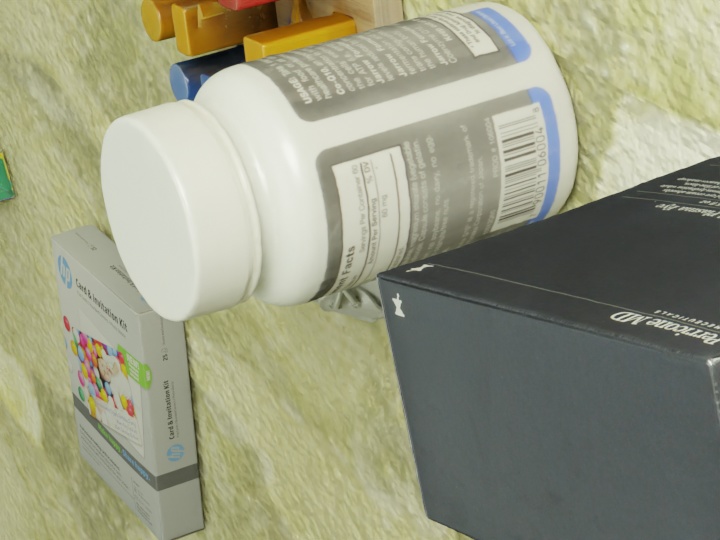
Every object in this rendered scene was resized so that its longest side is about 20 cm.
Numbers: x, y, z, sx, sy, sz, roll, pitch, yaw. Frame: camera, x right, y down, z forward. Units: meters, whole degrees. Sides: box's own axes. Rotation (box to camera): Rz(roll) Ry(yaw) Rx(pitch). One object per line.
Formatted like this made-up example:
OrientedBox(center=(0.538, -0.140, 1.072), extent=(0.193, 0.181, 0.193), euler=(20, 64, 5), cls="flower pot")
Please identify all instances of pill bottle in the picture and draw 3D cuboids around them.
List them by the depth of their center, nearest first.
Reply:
OrientedBox(center=(-0.010, -0.049, 0.915), extent=(0.114, 0.200, 0.114), euler=(41, 140, 47), cls="pill bottle")

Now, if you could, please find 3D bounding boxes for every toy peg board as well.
OrientedBox(center=(-0.069, -0.152, 1.084), extent=(0.200, 0.098, 0.199), euler=(29, 131, 55), cls="toy peg board")

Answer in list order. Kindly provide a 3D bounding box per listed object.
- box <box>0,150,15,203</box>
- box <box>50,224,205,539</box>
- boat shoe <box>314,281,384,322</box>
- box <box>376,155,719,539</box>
OrientedBox(center=(-0.390, -0.058, 1.744), extent=(0.200, 0.117, 0.048), euler=(-8, 98, 64), cls="box")
OrientedBox(center=(-0.177, 0.085, 1.506), extent=(0.156, 0.041, 0.200), euler=(36, 135, 50), cls="box")
OrientedBox(center=(0.000, 0.000, 1.079), extent=(0.200, 0.065, 0.074), euler=(11, 115, 61), cls="boat shoe")
OrientedBox(center=(0.137, 0.035, 0.703), extent=(0.200, 0.182, 0.104), euler=(15, 119, 60), cls="box")
